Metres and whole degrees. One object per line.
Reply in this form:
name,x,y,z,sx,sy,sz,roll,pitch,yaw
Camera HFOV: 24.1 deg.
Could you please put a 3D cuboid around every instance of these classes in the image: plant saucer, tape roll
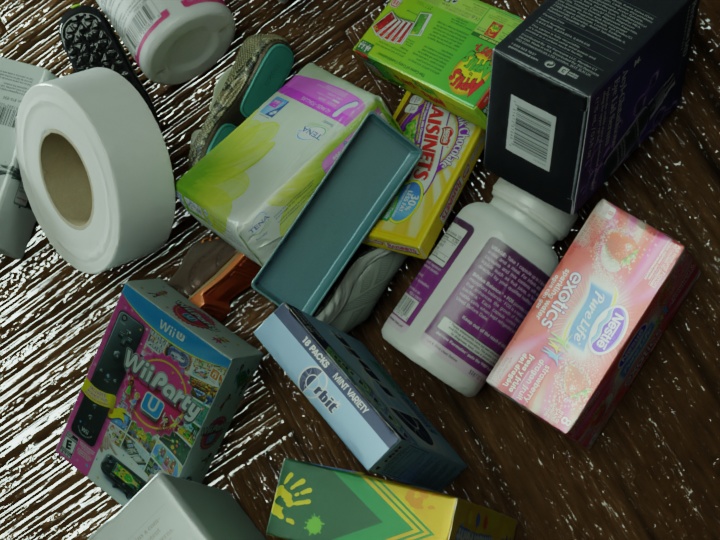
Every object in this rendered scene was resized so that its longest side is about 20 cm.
plant saucer,-0.023,-0.050,1.589,0.201,0.070,0.019,-56,23,-4
tape roll,-0.273,-0.102,1.719,0.202,0.070,0.204,30,131,42

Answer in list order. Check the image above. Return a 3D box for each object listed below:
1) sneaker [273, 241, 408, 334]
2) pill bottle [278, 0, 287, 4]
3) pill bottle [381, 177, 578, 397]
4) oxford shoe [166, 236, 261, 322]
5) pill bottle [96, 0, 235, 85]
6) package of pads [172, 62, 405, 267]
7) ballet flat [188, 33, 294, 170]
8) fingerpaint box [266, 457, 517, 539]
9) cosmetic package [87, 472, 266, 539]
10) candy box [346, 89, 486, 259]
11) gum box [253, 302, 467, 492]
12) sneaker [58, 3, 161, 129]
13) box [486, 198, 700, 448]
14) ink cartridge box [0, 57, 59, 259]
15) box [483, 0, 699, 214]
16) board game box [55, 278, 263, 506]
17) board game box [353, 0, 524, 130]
sneaker,0.000,0.000,1.660,0.200,0.079,0.074,-46,47,-12
pill bottle,-0.036,-0.373,1.737,0.200,0.111,0.111,-43,67,7
pill bottle,0.117,0.008,1.585,0.112,0.112,0.201,35,91,24
oxford shoe,-0.135,-0.016,1.710,0.200,0.071,0.073,-42,63,7
pill bottle,-0.227,-0.306,1.791,0.113,0.113,0.201,-37,67,8
package of pads,-0.069,-0.104,1.653,0.200,0.068,0.154,-44,36,-10
ballet flat,-0.136,-0.156,1.754,0.075,0.068,0.201,17,78,45
fingerpaint box,0.033,0.229,1.514,0.166,0.200,0.074,10,81,23
cosmetic package,-0.157,0.324,1.581,0.167,0.166,0.200,-43,67,6
candy box,0.061,-0.107,1.643,0.102,0.026,0.201,15,64,28
gum box,0.003,0.121,1.552,0.045,0.200,0.170,-43,67,5
sneaker,-0.263,-0.193,1.806,0.071,0.083,0.202,-19,95,-3
box,0.215,0.050,1.543,0.094,0.103,0.201,32,89,24
ink cartridge box,-0.410,-0.128,1.833,0.146,0.083,0.202,17,82,23
box,0.210,-0.176,1.530,0.104,0.149,0.200,30,55,24
board game box,-0.202,0.131,1.671,0.147,0.064,0.201,33,108,24
board game box,0.091,-0.214,1.639,0.102,0.048,0.200,-53,43,-4
